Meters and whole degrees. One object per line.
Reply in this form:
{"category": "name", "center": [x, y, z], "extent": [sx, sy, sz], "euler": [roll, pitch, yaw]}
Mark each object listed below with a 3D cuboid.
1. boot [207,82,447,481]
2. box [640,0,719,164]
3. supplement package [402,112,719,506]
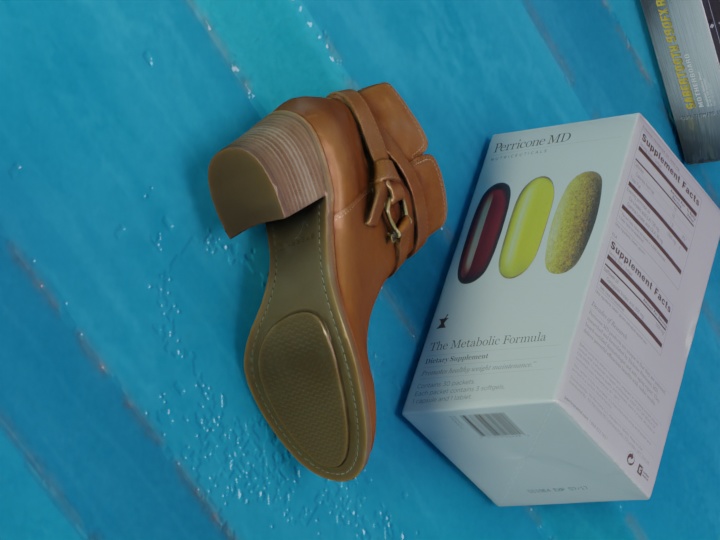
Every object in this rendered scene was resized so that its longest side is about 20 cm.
{"category": "boot", "center": [0.000, 0.000, 1.474], "extent": [0.155, 0.073, 0.201], "euler": [-29, 110, -53]}
{"category": "box", "center": [0.266, -0.181, 1.841], "extent": [0.200, 0.048, 0.159], "euler": [-34, 111, -47]}
{"category": "supplement package", "center": [0.122, 0.024, 1.584], "extent": [0.110, 0.113, 0.201], "euler": [45, 51, -38]}
